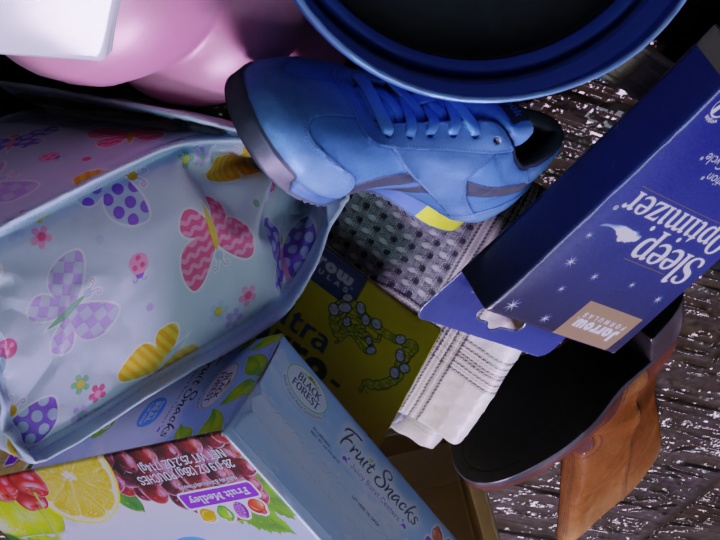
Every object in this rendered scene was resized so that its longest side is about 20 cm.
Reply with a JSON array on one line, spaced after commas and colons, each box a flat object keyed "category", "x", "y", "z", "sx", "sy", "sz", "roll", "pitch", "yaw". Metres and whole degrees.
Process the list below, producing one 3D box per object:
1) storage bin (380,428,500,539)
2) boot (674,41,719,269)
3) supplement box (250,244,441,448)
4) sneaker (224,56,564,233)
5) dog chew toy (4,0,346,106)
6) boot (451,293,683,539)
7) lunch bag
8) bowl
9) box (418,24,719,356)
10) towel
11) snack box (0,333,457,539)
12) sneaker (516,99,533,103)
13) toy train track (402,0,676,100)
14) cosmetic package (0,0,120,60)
[{"category": "storage bin", "x": -0.013, "y": 0.186, "z": 1.155, "sx": 0.199, "sy": 0.199, "sz": 0.094, "roll": -13, "pitch": 142, "yaw": 0}, {"category": "boot", "x": 0.248, "y": -0.062, "z": 0.998, "sx": 0.198, "sy": 0.074, "sz": 0.163, "roll": -1, "pitch": 151, "yaw": 9}, {"category": "supplement box", "x": -0.065, "y": 0.078, "z": 0.982, "sx": 0.109, "sy": 0.110, "sz": 0.200, "roll": 36, "pitch": 140, "yaw": -7}, {"category": "sneaker", "x": 0.020, "y": -0.066, "z": 0.806, "sx": 0.078, "sy": 0.066, "sz": 0.200, "roll": -28, "pitch": 159, "yaw": 28}, {"category": "dog chew toy", "x": -0.078, "y": -0.127, "z": 0.807, "sx": 0.124, "sy": 0.125, "sz": 0.200, "roll": -36, "pitch": 147, "yaw": 27}, {"category": "boot", "x": 0.126, "y": 0.109, "z": 1.166, "sx": 0.188, "sy": 0.068, "sz": 0.200, "roll": -47, "pitch": 155, "yaw": -27}, {"category": "lunch bag", "x": -0.128, "y": -0.019, "z": 0.854, "sx": 0.200, "sy": 0.169, "sz": 0.128, "roll": -28, "pitch": 115, "yaw": -30}, {"category": "bowl", "x": 0.052, "y": -0.170, "z": 0.761, "sx": 0.200, "sy": 0.039, "sz": 0.201, "roll": -2, "pitch": 100, "yaw": -9}, {"category": "box", "x": 0.132, "y": -0.022, "z": 0.897, "sx": 0.200, "sy": 0.032, "sz": 0.121, "roll": -44, "pitch": 145, "yaw": 22}, {"category": "towel", "x": 0.000, "y": 0.000, "z": 0.985, "sx": 0.192, "sy": 0.035, "sz": 0.200, "roll": 28, "pitch": 132, "yaw": -3}, {"category": "snack box", "x": -0.068, "y": 0.124, "z": 0.892, "sx": 0.200, "sy": 0.068, "sz": 0.169, "roll": -13, "pitch": 124, "yaw": 43}, {"category": "sneaker", "x": 0.069, "y": -0.148, "z": 0.867, "sx": 0.085, "sy": 0.078, "sz": 0.200, "roll": 20, "pitch": 126, "yaw": -23}, {"category": "toy train track", "x": 0.076, "y": -0.114, "z": 0.824, "sx": 0.200, "sy": 0.033, "sz": 0.115, "roll": 28, "pitch": 122, "yaw": -28}, {"category": "cosmetic package", "x": -0.132, "y": -0.211, "z": 0.610, "sx": 0.123, "sy": 0.200, "sz": 0.200, "roll": 1, "pitch": 140, "yaw": -18}]
